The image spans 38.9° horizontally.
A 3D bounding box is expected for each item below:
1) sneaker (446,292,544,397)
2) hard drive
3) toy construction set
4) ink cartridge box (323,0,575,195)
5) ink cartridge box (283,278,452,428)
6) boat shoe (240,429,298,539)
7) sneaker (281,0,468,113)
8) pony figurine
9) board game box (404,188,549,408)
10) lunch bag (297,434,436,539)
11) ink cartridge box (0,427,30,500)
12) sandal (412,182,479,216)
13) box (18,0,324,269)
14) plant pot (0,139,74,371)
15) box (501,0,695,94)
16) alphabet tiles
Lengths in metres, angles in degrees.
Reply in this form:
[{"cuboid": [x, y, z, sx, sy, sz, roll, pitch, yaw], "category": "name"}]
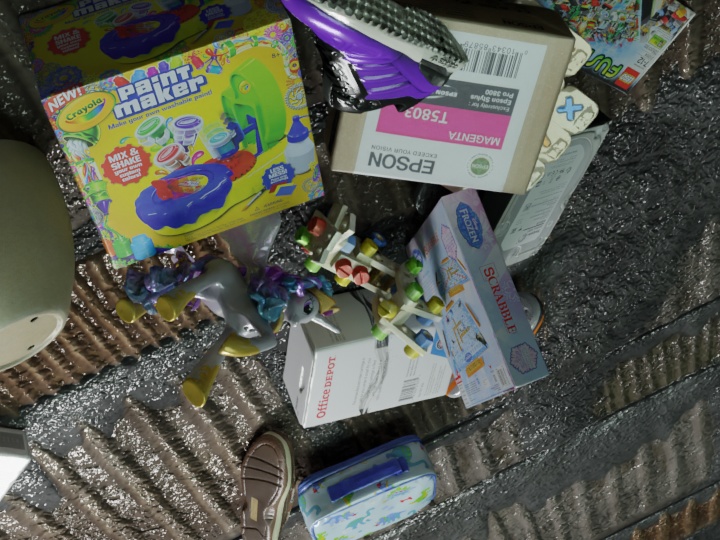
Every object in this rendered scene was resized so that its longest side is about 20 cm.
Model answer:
[{"cuboid": [0.196, 0.098, 1.361, 0.111, 0.078, 0.200, 5, 142, -38], "category": "sneaker"}, {"cuboid": [0.191, -0.086, 1.145, 0.139, 0.038, 0.201, -18, 144, -42], "category": "hard drive"}, {"cuboid": [0.000, 0.000, 1.077, 0.092, 0.132, 0.200, -36, 128, 15], "category": "toy construction set"}, {"cuboid": [0.077, -0.166, 0.943, 0.197, 0.075, 0.166, 5, 123, -11], "category": "ink cartridge box"}, {"cuboid": [0.014, 0.097, 1.238, 0.198, 0.085, 0.146, -10, 137, -21], "category": "ink cartridge box"}, {"cuboid": [-0.120, 0.288, 1.396, 0.075, 0.074, 0.204, -37, 150, -50], "category": "boat shoe"}, {"cuboid": [-0.004, -0.170, 0.810, 0.099, 0.070, 0.199, -42, 146, 28], "category": "sneaker"}, {"cuboid": [-0.128, 0.015, 0.966, 0.199, 0.193, 0.167, -27, 158, -50], "category": "pony figurine"}, {"cuboid": [0.117, 0.036, 1.084, 0.041, 0.202, 0.200, -19, 171, -12], "category": "board game box"}, {"cuboid": [0.011, 0.314, 1.455, 0.198, 0.083, 0.161, -22, 153, -7], "category": "lunch bag"}, {"cuboid": [-0.497, 0.236, 1.130, 0.199, 0.045, 0.177, 18, 122, -40], "category": "ink cartridge box"}, {"cuboid": [0.123, -0.143, 1.079, 0.075, 0.048, 0.201, 26, 106, -43], "category": "sandal"}, {"cuboid": [-0.153, -0.136, 0.865, 0.198, 0.123, 0.194, -20, 139, -8], "category": "box"}, {"cuboid": [-0.320, 0.008, 0.856, 0.199, 0.135, 0.201, -33, 167, -9], "category": "plant pot"}, {"cuboid": [0.237, -0.257, 1.021, 0.198, 0.035, 0.110, 14, 126, -39], "category": "box"}, {"cuboid": [0.129, -0.167, 1.002, 0.194, 0.015, 0.200, 29, 117, -23], "category": "alphabet tiles"}]
